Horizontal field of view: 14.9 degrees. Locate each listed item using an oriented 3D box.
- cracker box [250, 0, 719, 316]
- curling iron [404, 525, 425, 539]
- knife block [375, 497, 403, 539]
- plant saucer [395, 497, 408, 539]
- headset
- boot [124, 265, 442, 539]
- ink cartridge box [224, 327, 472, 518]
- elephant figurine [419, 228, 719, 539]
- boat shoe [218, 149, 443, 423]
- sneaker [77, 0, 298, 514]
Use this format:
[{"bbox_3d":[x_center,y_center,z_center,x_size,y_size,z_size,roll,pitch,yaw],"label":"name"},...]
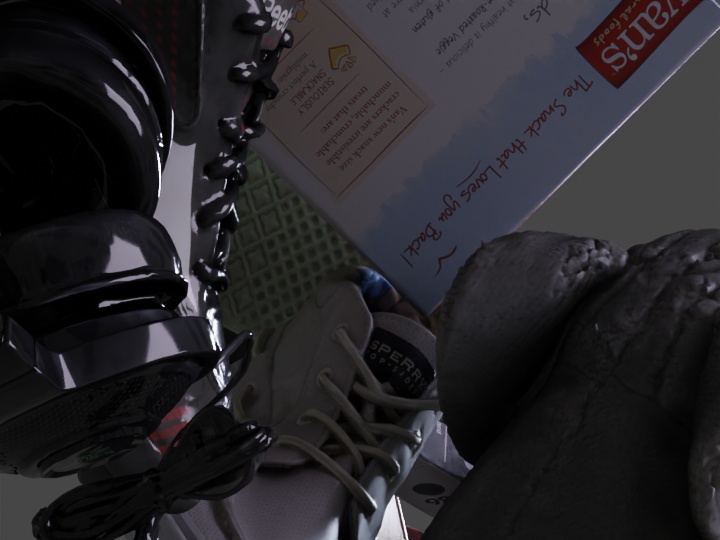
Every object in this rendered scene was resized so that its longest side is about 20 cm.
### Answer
[{"bbox_3d":[-0.003,-0.104,0.855,0.200,0.134,0.058,45,8,-9],"label":"cracker box"},{"bbox_3d":[0.070,0.156,1.275,0.050,0.199,0.026,-78,-166,-56],"label":"curling iron"},{"bbox_3d":[-0.019,0.116,0.878,0.176,0.064,0.201,68,9,-62],"label":"knife block"},{"bbox_3d":[-0.022,0.060,1.185,0.200,0.037,0.201,-18,90,-85],"label":"plant saucer"},{"bbox_3d":[-0.081,0.000,0.607,0.200,0.094,0.124,47,23,-47],"label":"headset"},{"bbox_3d":[-0.015,0.050,0.830,0.074,0.096,0.200,42,8,-14],"label":"boot"},{"bbox_3d":[0.010,0.031,1.096,0.200,0.039,0.100,34,50,-48],"label":"ink cartridge box"},{"bbox_3d":[0.083,0.046,0.811,0.155,0.141,0.201,-118,-135,-83],"label":"elephant figurine"},{"bbox_3d":[0.000,0.000,0.969,0.062,0.200,0.075,7,108,-54],"label":"boat shoe"},{"bbox_3d":[-0.056,-0.037,0.729,0.071,0.098,0.201,11,65,-87],"label":"sneaker"}]
